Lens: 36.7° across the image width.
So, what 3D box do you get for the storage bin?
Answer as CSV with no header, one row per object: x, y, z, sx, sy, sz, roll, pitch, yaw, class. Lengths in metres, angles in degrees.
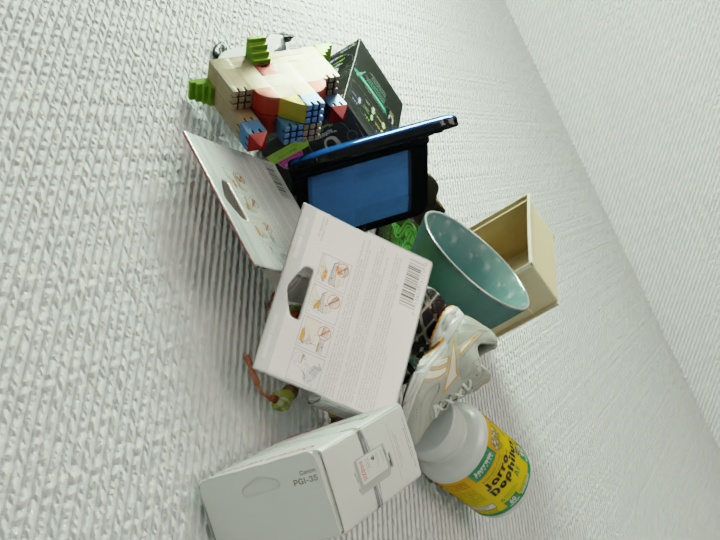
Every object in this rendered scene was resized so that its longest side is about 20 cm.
0.216,0.007,1.754,0.094,0.197,0.201,48,27,-24,storage bin

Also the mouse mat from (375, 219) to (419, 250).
0.087,-0.011,1.678,0.159,0.008,0.201,33,32,-15,mouse mat

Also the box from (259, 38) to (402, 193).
-0.036,-0.202,1.511,0.125,0.147,0.201,52,26,-25,box

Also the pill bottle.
0.143,0.247,1.464,0.200,0.112,0.114,42,31,-40,pill bottle

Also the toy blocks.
-0.094,-0.211,1.333,0.197,0.101,0.137,-14,46,-28,toy blocks

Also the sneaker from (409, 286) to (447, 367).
0.074,0.080,1.487,0.079,0.077,0.201,39,-20,25,sneaker

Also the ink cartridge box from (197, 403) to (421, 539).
-0.046,0.207,1.073,0.199,0.144,0.084,-14,85,-65,ink cartridge box

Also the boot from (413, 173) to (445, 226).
0.087,-0.134,1.776,0.076,0.073,0.200,61,3,17,boot

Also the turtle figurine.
-0.055,0.101,1.265,0.162,0.064,0.202,49,27,-29,turtle figurine

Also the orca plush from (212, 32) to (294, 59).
-0.152,-0.270,1.484,0.103,0.072,0.201,11,29,-2,orca plush

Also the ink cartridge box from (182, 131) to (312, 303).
-0.121,-0.056,1.250,0.172,0.043,0.202,14,40,-55,ink cartridge box

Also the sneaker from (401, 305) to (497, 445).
0.114,0.140,1.374,0.076,0.091,0.202,91,24,-60,sneaker

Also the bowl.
0.139,0.021,1.568,0.199,0.105,0.202,34,22,-16,bowl

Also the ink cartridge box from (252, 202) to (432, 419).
-0.021,0.052,1.195,0.171,0.043,0.203,24,67,-17,ink cartridge box

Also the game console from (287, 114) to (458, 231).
0.019,-0.108,1.361,0.170,0.197,0.121,0,-73,69,game console

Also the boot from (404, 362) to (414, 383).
0.013,0.093,1.405,0.132,0.067,0.200,63,7,8,boot
